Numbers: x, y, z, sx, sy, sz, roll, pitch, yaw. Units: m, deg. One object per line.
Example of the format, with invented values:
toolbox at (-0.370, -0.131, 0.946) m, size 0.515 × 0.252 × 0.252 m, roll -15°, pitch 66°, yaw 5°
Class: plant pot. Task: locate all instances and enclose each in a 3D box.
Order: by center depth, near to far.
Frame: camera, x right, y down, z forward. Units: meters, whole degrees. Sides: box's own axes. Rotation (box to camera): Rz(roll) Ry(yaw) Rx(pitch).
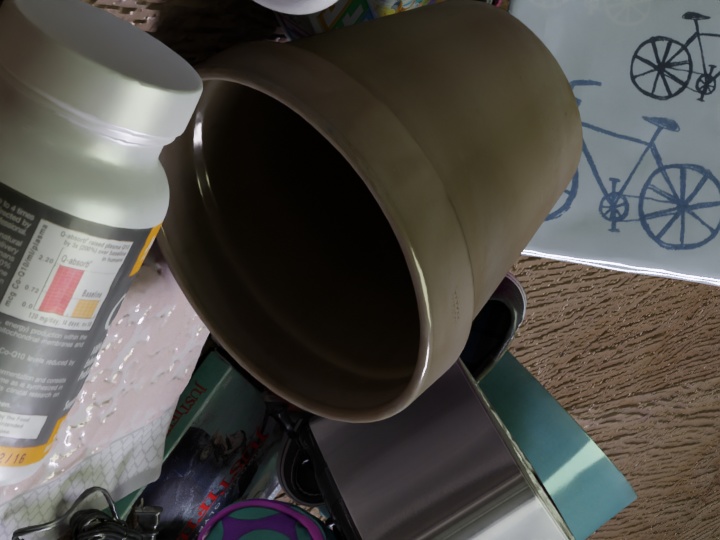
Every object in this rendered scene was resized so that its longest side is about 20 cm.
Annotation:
plant pot at (0.017, -0.050, 1.364) m, size 0.173 × 0.200 × 0.200 m, roll -35°, pitch 152°, yaw -33°
plant pot at (0.058, 0.134, 1.784) m, size 0.161 × 0.201 × 0.201 m, roll -43°, pitch 159°, yaw -3°

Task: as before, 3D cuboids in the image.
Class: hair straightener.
hair straightener at (-0.141, 0.163, 1.503) m, size 0.200 × 0.041 × 0.077 m, roll 42°, pitch 57°, yaw -59°

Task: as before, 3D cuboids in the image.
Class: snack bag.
snack bag at (0.154, -0.098, 1.485) m, size 0.021 × 0.188 × 0.201 m, roll -151°, pitch -110°, yaw -74°

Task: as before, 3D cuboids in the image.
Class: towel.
towel at (-0.147, 0.070, 1.445) m, size 0.200 × 0.032 × 0.191 m, roll -28°, pitch 146°, yaw -53°

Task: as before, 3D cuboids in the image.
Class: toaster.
toaster at (0.055, 0.156, 1.574) m, size 0.118 × 0.181 × 0.200 m, roll -33°, pitch 121°, yaw 2°

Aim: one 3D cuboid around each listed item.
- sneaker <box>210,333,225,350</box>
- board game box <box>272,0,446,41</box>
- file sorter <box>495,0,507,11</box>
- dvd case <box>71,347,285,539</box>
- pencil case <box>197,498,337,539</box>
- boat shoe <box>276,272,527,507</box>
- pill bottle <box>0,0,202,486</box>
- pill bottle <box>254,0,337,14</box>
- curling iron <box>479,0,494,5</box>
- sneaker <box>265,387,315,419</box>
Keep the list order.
sneaker at (0.010, 0.005, 1.531) m, size 0.200 × 0.115 × 0.081 m, roll -54°, pitch 170°, yaw 31°
board game box at (0.011, -0.169, 1.431) m, size 0.135 × 0.034 × 0.200 m, roll -52°, pitch 160°, yaw -9°
file sorter at (0.149, -0.133, 1.610) m, size 0.126 × 0.139 × 0.200 m, roll -56°, pitch 166°, yaw 3°
dvd case at (-0.100, 0.136, 1.663) m, size 0.146 × 0.022 × 0.200 m, roll -54°, pitch 160°, yaw -6°
pencil case at (-0.041, 0.195, 1.624) m, size 0.092 × 0.085 × 0.200 m, roll -32°, pitch 160°, yaw 2°
boat shoe at (0.026, 0.077, 1.664) m, size 0.200 × 0.070 × 0.066 m, roll -39°, pitch -171°, yaw 7°
pill bottle at (-0.153, -0.015, 1.180) m, size 0.200 × 0.116 × 0.116 m, roll -62°, pitch 159°, yaw 16°
pill bottle at (0.011, -0.214, 1.263) m, size 0.200 × 0.104 × 0.104 m, roll -44°, pitch 157°, yaw -31°
curling iron at (0.053, -0.109, 1.506) m, size 0.050 × 0.025 × 0.200 m, roll -69°, pitch 174°, yaw -50°
sneaker at (0.000, 0.000, 1.614) m, size 0.201 × 0.071 × 0.098 m, roll -53°, pitch 153°, yaw 3°
